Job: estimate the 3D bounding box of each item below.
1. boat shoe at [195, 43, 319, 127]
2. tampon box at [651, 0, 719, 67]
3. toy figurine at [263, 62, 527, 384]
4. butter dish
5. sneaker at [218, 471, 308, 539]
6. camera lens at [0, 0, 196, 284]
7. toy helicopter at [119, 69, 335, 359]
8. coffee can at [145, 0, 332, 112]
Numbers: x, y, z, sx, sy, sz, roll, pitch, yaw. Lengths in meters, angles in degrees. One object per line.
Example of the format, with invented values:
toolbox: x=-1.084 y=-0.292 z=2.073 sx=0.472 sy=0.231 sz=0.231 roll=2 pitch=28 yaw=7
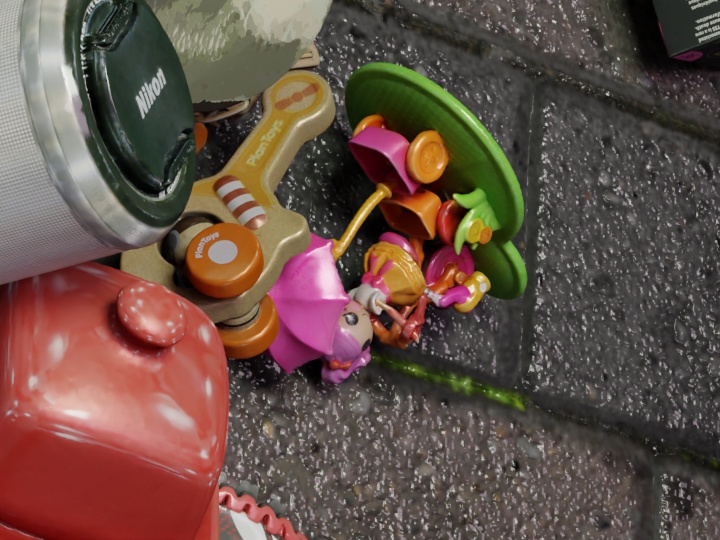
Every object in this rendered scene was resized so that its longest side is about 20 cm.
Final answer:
boat shoe: x=-0.088 y=-0.126 z=1.824 sx=0.200 sy=0.071 sz=0.065 roll=-33 pitch=104 yaw=-49
tampon box: x=0.279 y=-0.261 z=2.093 sx=0.150 sy=0.126 sz=0.201 roll=2 pitch=72 yaw=-61
toy figurine: x=0.000 y=0.000 z=1.848 sx=0.184 sy=0.150 sz=0.200 roll=-45 pitch=130 yaw=-24
butter dish: x=-0.146 y=0.065 z=1.633 sx=0.199 sy=0.148 sz=0.200 roll=20 pitch=39 yaw=-22
sneaker: x=-0.067 y=0.192 z=1.744 sx=0.200 sy=0.071 sz=0.098 roll=33 pitch=66 yaw=-18
camera lens: x=-0.202 y=-0.074 z=1.584 sx=0.160 sy=0.199 sz=0.161 roll=-14 pitch=90 yaw=-69
toy helicopter: x=-0.083 y=-0.049 z=1.772 sx=0.200 sy=0.132 sz=0.079 roll=-58 pitch=154 yaw=-30
coffee can: x=-0.127 y=-0.208 z=1.723 sx=0.146 sy=0.147 sz=0.200 roll=-6 pitch=37 yaw=-38
